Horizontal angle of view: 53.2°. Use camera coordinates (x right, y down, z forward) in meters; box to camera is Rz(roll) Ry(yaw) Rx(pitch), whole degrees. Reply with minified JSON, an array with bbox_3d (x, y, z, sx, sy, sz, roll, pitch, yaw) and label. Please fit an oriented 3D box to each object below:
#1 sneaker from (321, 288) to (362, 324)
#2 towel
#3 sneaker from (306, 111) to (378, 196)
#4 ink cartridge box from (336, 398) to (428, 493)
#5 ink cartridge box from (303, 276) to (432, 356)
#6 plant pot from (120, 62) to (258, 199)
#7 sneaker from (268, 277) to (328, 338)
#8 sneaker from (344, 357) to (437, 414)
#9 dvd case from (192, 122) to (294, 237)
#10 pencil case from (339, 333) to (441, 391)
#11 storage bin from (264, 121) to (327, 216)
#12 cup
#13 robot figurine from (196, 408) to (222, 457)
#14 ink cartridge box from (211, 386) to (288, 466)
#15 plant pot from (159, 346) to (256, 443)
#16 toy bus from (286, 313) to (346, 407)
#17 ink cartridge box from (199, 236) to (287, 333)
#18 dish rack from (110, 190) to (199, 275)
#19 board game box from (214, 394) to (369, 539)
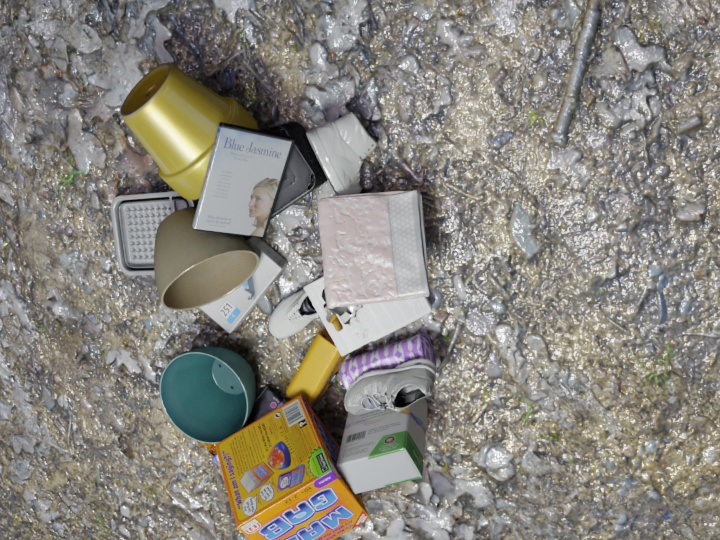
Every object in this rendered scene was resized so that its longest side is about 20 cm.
[{"bbox_3d":[0.000,0.000,1.326,0.090,0.066,0.200,37,101,-9],"label":"sneaker"},{"bbox_3d":[0.023,-0.040,1.282,0.190,0.032,0.201,-6,82,7],"label":"towel"},{"bbox_3d":[-0.009,-0.193,1.336,0.115,0.074,0.200,-29,122,-5],"label":"sneaker"},{"bbox_3d":[0.048,0.317,1.398,0.145,0.200,0.084,-20,116,20],"label":"ink cartridge box"},{"bbox_3d":[0.016,0.051,1.392,0.200,0.050,0.161,-28,97,8],"label":"ink cartridge box"},{"bbox_3d":[-0.320,-0.263,1.304,0.200,0.201,0.189,-28,131,22],"label":"plant pot"},{"bbox_3d":[-0.118,0.075,1.449,0.200,0.071,0.073,-40,92,22],"label":"sneaker"},{"bbox_3d":[0.050,0.231,1.356,0.200,0.082,0.075,-29,119,25],"label":"sneaker"},{"bbox_3d":[-0.209,-0.156,1.287,0.018,0.142,0.200,45,122,49],"label":"dvd case"},{"bbox_3d":[0.053,0.192,1.424,0.200,0.084,0.086,-23,68,22],"label":"pencil case"},{"bbox_3d":[-0.177,-0.179,1.381,0.200,0.094,0.135,-31,95,21],"label":"storage bin"},{"bbox_3d":[-0.316,-0.036,1.381,0.200,0.200,0.143,-39,70,22],"label":"cup"},{"bbox_3d":[-0.256,0.399,1.590,0.200,0.058,0.145,35,110,5],"label":"robot figurine"},{"bbox_3d":[-0.223,0.355,1.537,0.095,0.037,0.200,37,87,4],"label":"ink cartridge box"},{"bbox_3d":[-0.300,0.242,1.516,0.200,0.135,0.201,5,107,16],"label":"plant pot"},{"bbox_3d":[-0.074,0.179,1.458,0.065,0.078,0.200,35,113,13],"label":"toy bus"},{"bbox_3d":[-0.276,0.002,1.489,0.176,0.045,0.200,41,113,1],"label":"ink cartridge box"},{"bbox_3d":[-0.420,-0.078,1.503,0.199,0.044,0.172,-2,100,17],"label":"dish rack"},{"bbox_3d":[-0.135,0.415,1.412,0.200,0.200,0.200,-30,132,-2],"label":"board game box"}]
